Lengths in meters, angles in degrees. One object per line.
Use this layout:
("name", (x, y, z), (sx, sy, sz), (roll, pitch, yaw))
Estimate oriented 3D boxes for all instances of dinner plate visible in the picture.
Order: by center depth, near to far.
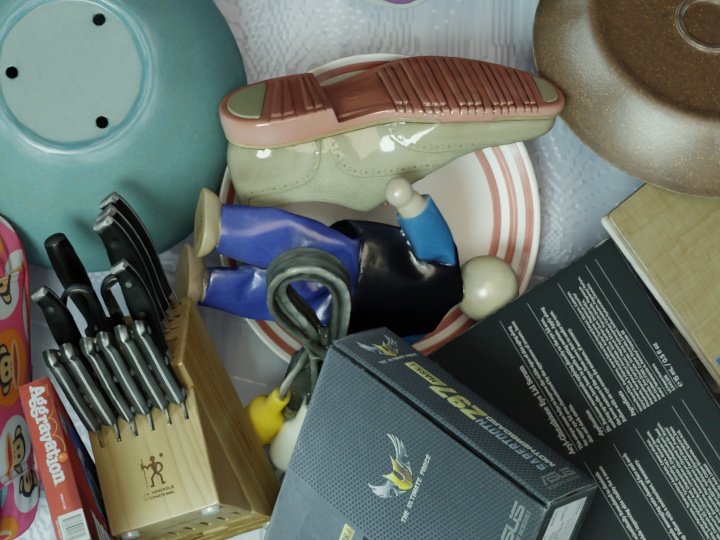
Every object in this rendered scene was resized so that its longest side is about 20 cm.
("dinner plate", (0.011, -0.029, 1.097), (0.198, 0.024, 0.202), (-1, 96, -10))

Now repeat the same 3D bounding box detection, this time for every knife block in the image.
("knife block", (-0.111, 0.058, 1.007), (0.063, 0.200, 0.177), (-17, 75, 10))

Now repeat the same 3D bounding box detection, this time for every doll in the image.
("doll", (0.000, 0.000, 1.047), (0.198, 0.049, 0.137), (9, 125, -17))

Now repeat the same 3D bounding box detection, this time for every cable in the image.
("cable", (-0.019, 0.061, 1.030), (0.096, 0.200, 0.051), (9, 59, -4))

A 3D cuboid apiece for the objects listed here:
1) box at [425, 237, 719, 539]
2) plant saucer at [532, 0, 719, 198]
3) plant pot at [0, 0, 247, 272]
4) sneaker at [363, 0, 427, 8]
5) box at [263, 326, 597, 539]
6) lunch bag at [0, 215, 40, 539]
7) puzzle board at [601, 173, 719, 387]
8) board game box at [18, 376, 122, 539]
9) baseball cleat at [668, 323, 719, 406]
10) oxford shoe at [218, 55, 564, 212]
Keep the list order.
("box", (0.139, 0.107, 1.041), (0.140, 0.079, 0.201), (-31, 67, 3))
("plant saucer", (0.202, -0.137, 1.082), (0.198, 0.037, 0.202), (4, 59, -6))
("plant pot", (-0.160, -0.103, 1.041), (0.198, 0.135, 0.202), (0, 87, -6))
("sneaker", (0.060, -0.206, 1.105), (0.198, 0.100, 0.075), (5, 121, 14))
("box", (0.024, 0.156, 0.985), (0.157, 0.051, 0.201), (36, 119, 31))
("lunch bag", (-0.274, 0.063, 1.029), (0.175, 0.082, 0.202), (-1, 99, 18))
("puzzle board", (0.243, -0.015, 1.089), (0.200, 0.017, 0.151), (-36, 91, -35))
("board game box", (-0.139, 0.149, 0.984), (0.019, 0.201, 0.104), (-18, 58, -4))
("baseball cleat", (0.189, 0.104, 1.106), (0.106, 0.070, 0.200), (41, 81, 13))
("oxford shoe", (0.019, -0.076, 1.055), (0.198, 0.071, 0.074), (-5, 121, -4))
